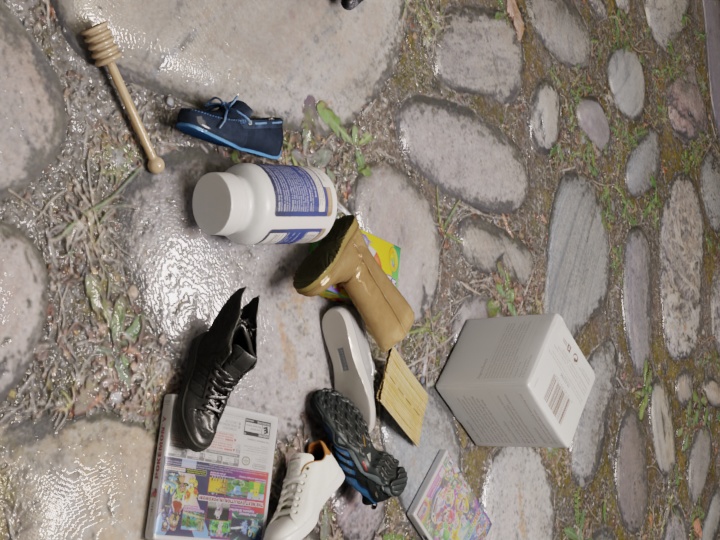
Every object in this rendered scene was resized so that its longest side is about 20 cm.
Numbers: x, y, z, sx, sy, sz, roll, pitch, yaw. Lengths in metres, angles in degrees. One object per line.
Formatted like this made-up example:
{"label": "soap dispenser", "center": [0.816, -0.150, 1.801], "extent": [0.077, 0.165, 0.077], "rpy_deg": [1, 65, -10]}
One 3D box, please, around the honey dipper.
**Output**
{"label": "honey dipper", "center": [-0.297, -0.218, 1.315], "extent": [0.038, 0.038, 0.202], "rpy_deg": [-43, 118, -43]}

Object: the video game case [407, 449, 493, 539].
{"label": "video game case", "center": [0.159, 0.433, 1.775], "extent": [0.201, 0.018, 0.144], "rpy_deg": [59, 45, -26]}

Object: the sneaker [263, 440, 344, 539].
{"label": "sneaker", "center": [-0.094, 0.315, 1.456], "extent": [0.086, 0.072, 0.200], "rpy_deg": [65, 29, -14]}

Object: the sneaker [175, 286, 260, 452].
{"label": "sneaker", "center": [-0.179, 0.128, 1.333], "extent": [0.060, 0.103, 0.203], "rpy_deg": [33, 46, -39]}

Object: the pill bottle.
{"label": "pill bottle", "center": [-0.134, -0.093, 1.432], "extent": [0.198, 0.110, 0.113], "rpy_deg": [-4, 87, -50]}

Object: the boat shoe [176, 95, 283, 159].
{"label": "boat shoe", "center": [-0.181, -0.206, 1.424], "extent": [0.199, 0.083, 0.070], "rpy_deg": [8, 98, -62]}

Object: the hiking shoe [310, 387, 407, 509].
{"label": "hiking shoe", "center": [-0.020, 0.272, 1.545], "extent": [0.201, 0.086, 0.074], "rpy_deg": [53, 33, 0]}

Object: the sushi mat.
{"label": "sushi mat", "center": [0.070, 0.204, 1.661], "extent": [0.201, 0.012, 0.097], "rpy_deg": [56, 44, -53]}

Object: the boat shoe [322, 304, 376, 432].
{"label": "boat shoe", "center": [-0.006, 0.152, 1.589], "extent": [0.068, 0.071, 0.203], "rpy_deg": [-16, 88, -49]}

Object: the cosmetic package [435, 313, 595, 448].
{"label": "cosmetic package", "center": [0.273, 0.195, 1.802], "extent": [0.168, 0.198, 0.167], "rpy_deg": [54, 49, -29]}

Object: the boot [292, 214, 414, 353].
{"label": "boot", "center": [-0.002, 0.042, 1.532], "extent": [0.176, 0.065, 0.202], "rpy_deg": [-53, 123, -39]}

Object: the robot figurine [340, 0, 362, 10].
{"label": "robot figurine", "center": [-0.025, -0.507, 1.612], "extent": [0.124, 0.151, 0.200], "rpy_deg": [38, 49, 5]}

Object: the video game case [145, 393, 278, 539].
{"label": "video game case", "center": [-0.195, 0.274, 1.379], "extent": [0.199, 0.023, 0.185], "rpy_deg": [22, 68, -47]}

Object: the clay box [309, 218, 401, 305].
{"label": "clay box", "center": [0.000, 0.000, 1.625], "extent": [0.199, 0.047, 0.117], "rpy_deg": [21, 70, -45]}
